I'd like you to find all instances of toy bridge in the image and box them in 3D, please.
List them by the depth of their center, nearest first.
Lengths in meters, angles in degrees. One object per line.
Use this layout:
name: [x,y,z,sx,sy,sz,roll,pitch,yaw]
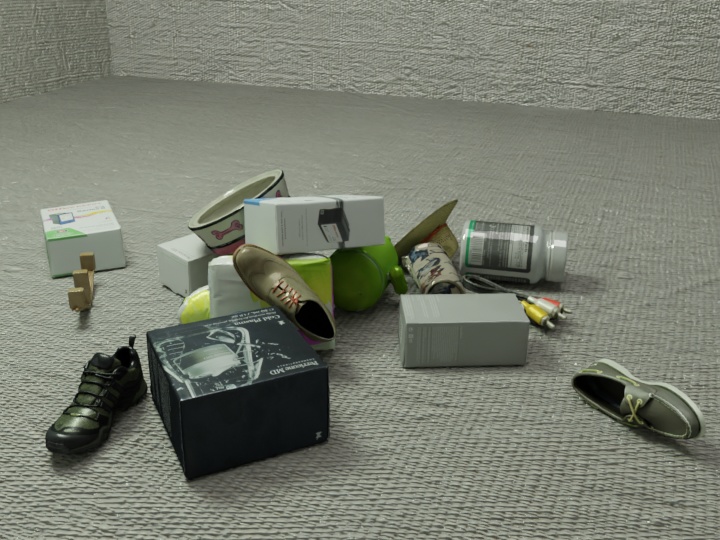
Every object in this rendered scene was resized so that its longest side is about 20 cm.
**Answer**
toy bridge: [-0.498,0.033,1.396,0.027,0.068,0.200,-5,23,-11]

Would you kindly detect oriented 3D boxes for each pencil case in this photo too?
pencil case: [0.135,0.018,1.429,0.089,0.078,0.200,-18,24,1]

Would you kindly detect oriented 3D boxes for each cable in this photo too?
cable: [0.279,0.043,1.372,0.199,0.051,0.097,33,36,27]

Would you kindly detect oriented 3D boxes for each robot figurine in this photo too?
robot figurine: [0.000,0.000,1.418,0.174,0.117,0.200,6,24,17]

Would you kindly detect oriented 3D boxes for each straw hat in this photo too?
straw hat: [0.150,-0.052,1.570,0.085,0.201,0.201,51,40,7]

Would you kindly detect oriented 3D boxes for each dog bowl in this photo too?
dog bowl: [-0.211,-0.102,1.419,0.199,0.074,0.200,-26,21,10]

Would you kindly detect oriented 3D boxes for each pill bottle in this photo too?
pill bottle: [0.296,-0.034,1.507,0.198,0.114,0.113,6,24,12]

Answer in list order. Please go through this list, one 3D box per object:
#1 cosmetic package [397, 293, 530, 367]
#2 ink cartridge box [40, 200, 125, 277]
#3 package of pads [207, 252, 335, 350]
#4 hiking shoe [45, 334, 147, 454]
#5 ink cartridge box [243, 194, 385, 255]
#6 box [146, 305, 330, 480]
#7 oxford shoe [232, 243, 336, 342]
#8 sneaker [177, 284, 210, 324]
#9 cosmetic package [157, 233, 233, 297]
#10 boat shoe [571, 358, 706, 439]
cosmetic package: [0.162,0.094,1.248,0.198,0.091,0.107,3,23,-2]
ink cartridge box: [-0.577,-0.070,1.610,0.144,0.088,0.200,-10,24,-21]
package of pads: [-0.142,0.050,1.243,0.198,0.156,0.068,-3,9,-8]
hiking shoe: [-0.363,0.165,1.052,0.075,0.102,0.200,5,24,12]
ink cartridge box: [-0.078,-0.081,1.301,0.198,0.085,0.145,-6,9,-29]
box: [-0.169,0.156,1.053,0.198,0.125,0.196,-11,27,-24]
oxford shoe: [-0.107,0.032,1.169,0.071,0.200,0.075,-52,14,-8]
sneaker: [-0.209,0.065,1.318,0.198,0.076,0.076,-7,23,-14]
cosmetic package: [-0.282,-0.024,1.510,0.107,0.086,0.199,23,31,36]
boat shoe: [0.376,0.182,1.067,0.060,0.073,0.201,-13,21,-25]
